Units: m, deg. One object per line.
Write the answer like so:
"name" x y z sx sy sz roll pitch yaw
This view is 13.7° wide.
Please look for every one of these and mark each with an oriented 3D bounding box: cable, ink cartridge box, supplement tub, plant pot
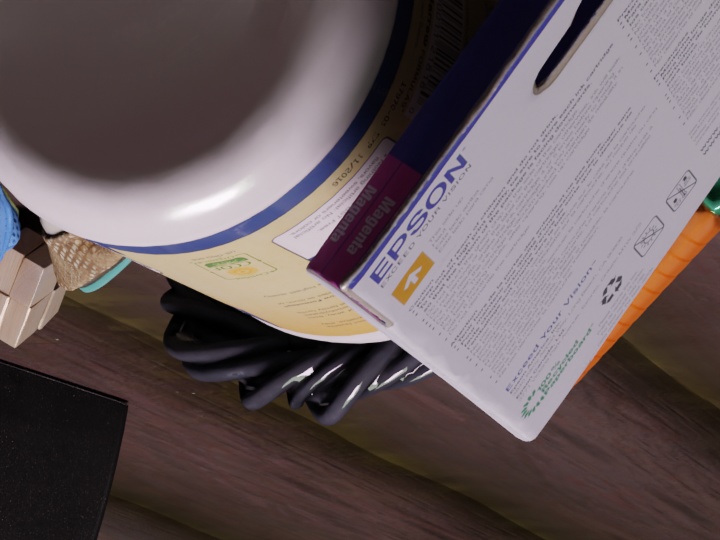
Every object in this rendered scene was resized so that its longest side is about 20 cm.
"cable" 0.000 0.000 1.168 0.199 0.163 0.051 7 134 44
"ink cartridge box" 0.067 -0.060 0.825 0.043 0.197 0.200 35 178 23
"supplement tub" -0.019 -0.058 0.907 0.144 0.145 0.200 -5 165 25
"plant pot" -0.272 0.153 1.743 0.199 0.179 0.200 -7 163 29

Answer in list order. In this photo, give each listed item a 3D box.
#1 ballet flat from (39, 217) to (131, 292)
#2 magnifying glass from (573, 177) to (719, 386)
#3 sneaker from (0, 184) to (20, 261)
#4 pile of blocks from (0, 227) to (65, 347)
"ballet flat" -0.093 -0.042 1.193 0.065 0.071 0.200 35 153 -15
"magnifying glass" 0.121 -0.040 0.943 0.200 0.080 0.022 -49 160 20
"sneaker" -0.155 -0.043 0.943 0.105 0.076 0.201 -20 144 -42
"pile of blocks" -0.216 -0.013 1.334 0.199 0.082 0.062 1 127 -37
